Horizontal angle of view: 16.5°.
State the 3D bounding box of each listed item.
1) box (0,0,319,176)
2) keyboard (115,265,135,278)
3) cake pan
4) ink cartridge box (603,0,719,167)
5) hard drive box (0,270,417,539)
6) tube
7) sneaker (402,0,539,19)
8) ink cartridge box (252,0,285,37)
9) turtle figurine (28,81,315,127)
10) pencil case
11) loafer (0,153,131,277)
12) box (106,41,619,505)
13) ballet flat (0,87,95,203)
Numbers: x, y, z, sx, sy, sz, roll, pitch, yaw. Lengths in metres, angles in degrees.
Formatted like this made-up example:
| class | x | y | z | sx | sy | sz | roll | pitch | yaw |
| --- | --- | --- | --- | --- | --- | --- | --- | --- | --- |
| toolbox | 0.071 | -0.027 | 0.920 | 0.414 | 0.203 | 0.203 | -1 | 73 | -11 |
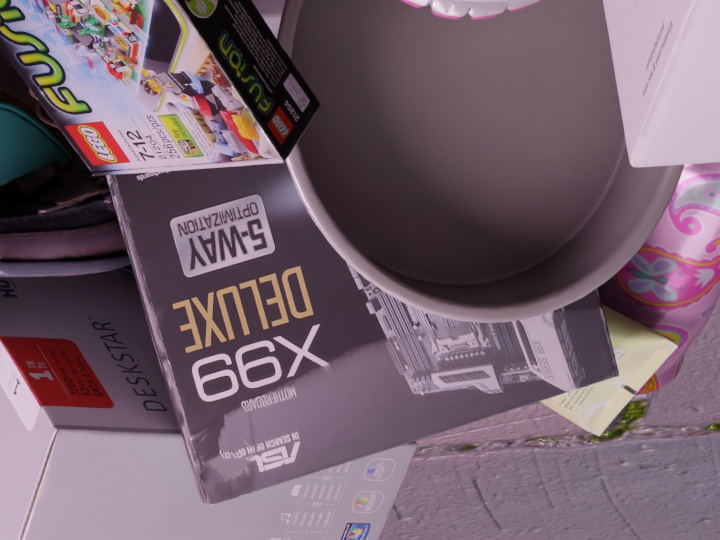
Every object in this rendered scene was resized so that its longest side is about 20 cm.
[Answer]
| class | x | y | z | sx | sy | sz | roll | pitch | yaw |
| --- | --- | --- | --- | --- | --- | --- | --- | --- | --- |
| box | -0.110 | -0.122 | 0.959 | 0.110 | 0.035 | 0.200 | -3 | 134 | 40 |
| keyboard | -0.062 | -0.007 | 1.236 | 0.199 | 0.040 | 0.104 | 21 | -168 | 30 |
| cake pan | 0.050 | -0.079 | 1.069 | 0.199 | 0.202 | 0.037 | 4 | 180 | -23 |
| ink cartridge box | 0.162 | -0.161 | 0.883 | 0.146 | 0.201 | 0.146 | -4 | 157 | -6 |
| hard drive box | -0.098 | 0.069 | 1.222 | 0.199 | 0.156 | 0.077 | 4 | 120 | -34 |
| tube | 0.048 | 0.010 | 1.184 | 0.199 | 0.052 | 0.058 | 29 | 174 | -6 |
| sneaker | 0.015 | -0.165 | 0.966 | 0.199 | 0.082 | 0.088 | 15 | 132 | -28 |
| ink cartridge box | 0.027 | -0.112 | 1.161 | 0.198 | 0.037 | 0.095 | -3 | 155 | -1 |
| turtle figurine | -0.129 | -0.096 | 1.097 | 0.199 | 0.065 | 0.161 | 7 | 159 | 47 |
| pencil case | 0.153 | -0.033 | 1.187 | 0.087 | 0.088 | 0.201 | 5 | 131 | -24 |
| loafer | -0.115 | -0.037 | 1.165 | 0.199 | 0.063 | 0.072 | -7 | -164 | -42 |
| box | 0.000 | 0.000 | 1.120 | 0.199 | 0.159 | 0.050 | -16 | -175 | -9 |
| ballet flat | -0.205 | -0.069 | 1.162 | 0.200 | 0.072 | 0.068 | 29 | 94 | -46 |
